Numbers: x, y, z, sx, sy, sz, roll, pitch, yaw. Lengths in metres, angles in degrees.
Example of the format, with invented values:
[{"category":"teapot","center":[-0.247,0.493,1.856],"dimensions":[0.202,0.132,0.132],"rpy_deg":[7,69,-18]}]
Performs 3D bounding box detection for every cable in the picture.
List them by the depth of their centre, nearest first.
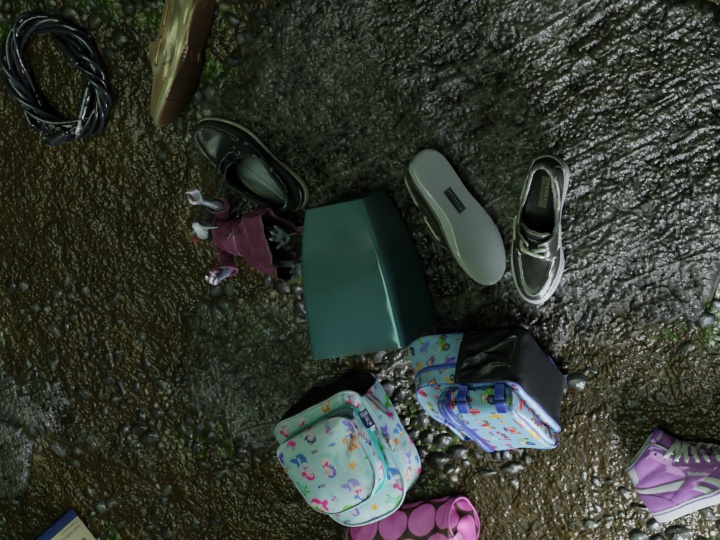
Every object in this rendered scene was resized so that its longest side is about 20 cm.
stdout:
[{"category":"cable","center":[-0.458,-0.292,1.681],"dimensions":[0.161,0.051,0.203],"rpy_deg":[-13,102,27]}]

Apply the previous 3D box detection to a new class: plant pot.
[{"category":"plant pot","center":[0.000,0.000,1.547],"dimensions":[0.140,0.141,0.203],"rpy_deg":[-10,97,25]}]

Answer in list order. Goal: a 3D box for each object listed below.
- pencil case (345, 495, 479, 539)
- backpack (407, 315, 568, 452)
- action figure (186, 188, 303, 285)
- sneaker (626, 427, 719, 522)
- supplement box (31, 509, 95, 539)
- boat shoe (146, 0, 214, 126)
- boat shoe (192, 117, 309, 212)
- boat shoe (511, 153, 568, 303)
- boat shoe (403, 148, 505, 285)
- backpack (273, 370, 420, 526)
[{"category":"pencil case","center":[0.076,0.397,1.680],"dimensions":[0.198,0.094,0.092],"rpy_deg":[-20,100,27]},{"category":"backpack","center":[0.158,0.160,1.511],"dimensions":[0.198,0.136,0.183],"rpy_deg":[-6,146,32]},{"category":"action figure","center":[-0.168,-0.056,1.629],"dimensions":[0.198,0.148,0.136],"rpy_deg":[12,109,40]},{"category":"sneaker","center":[0.442,0.248,1.482],"dimensions":[0.199,0.073,0.115],"rpy_deg":[-34,91,29]},{"category":"supplement box","center":[-0.540,0.571,1.975],"dimensions":[0.199,0.134,0.201],"rpy_deg":[-38,92,29]},{"category":"boat shoe","center":[-0.264,-0.304,1.587],"dimensions":[0.064,0.071,0.202],"rpy_deg":[27,109,18]},{"category":"boat shoe","center":[-0.167,-0.146,1.600],"dimensions":[0.199,0.066,0.075],"rpy_deg":[41,119,5]},{"category":"boat shoe","center":[0.227,-0.048,1.460],"dimensions":[0.070,0.064,0.203],"rpy_deg":[9,112,20]},{"category":"boat shoe","center":[0.125,-0.069,1.508],"dimensions":[0.202,0.070,0.064],"rpy_deg":[60,159,-1]},{"category":"backpack","center":[-0.014,0.274,1.649],"dimensions":[0.176,0.151,0.201],"rpy_deg":[-28,101,27]}]
